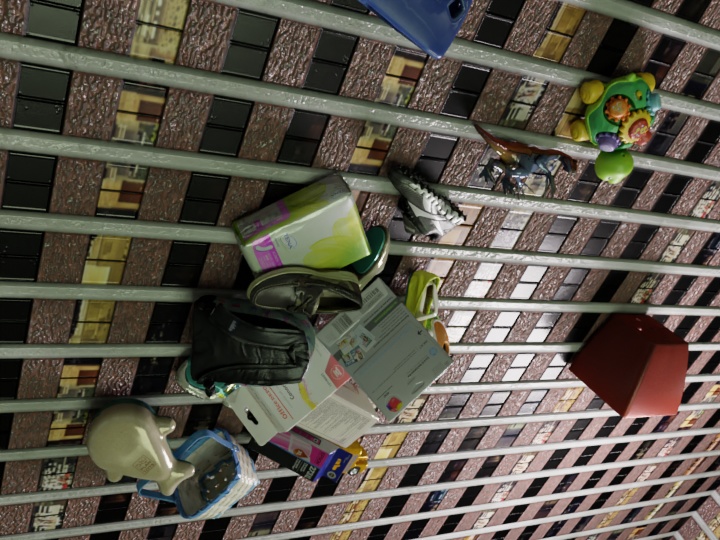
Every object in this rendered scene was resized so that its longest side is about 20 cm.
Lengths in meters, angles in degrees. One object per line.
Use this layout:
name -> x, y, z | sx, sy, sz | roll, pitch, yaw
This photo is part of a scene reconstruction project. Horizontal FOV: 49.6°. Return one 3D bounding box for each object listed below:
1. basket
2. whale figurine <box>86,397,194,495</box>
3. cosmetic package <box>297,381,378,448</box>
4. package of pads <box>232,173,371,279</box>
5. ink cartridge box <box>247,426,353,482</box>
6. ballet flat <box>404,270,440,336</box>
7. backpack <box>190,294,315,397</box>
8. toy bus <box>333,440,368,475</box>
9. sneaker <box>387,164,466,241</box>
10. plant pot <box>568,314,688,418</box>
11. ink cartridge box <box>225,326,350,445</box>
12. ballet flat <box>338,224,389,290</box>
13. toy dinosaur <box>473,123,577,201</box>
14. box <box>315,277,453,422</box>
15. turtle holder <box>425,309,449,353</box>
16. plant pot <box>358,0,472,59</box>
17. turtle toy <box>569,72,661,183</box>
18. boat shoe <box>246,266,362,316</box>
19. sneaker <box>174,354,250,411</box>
basket -> -0.306, 0.389, 1.493 | 0.176, 0.140, 0.200 | -38, 145, 6
whale figurine -> -0.386, 0.308, 1.377 | 0.159, 0.104, 0.200 | -44, 113, 6
cosmetic package -> -0.068, 0.267, 1.554 | 0.103, 0.088, 0.200 | -41, 135, 10
package of pads -> -0.093, -0.054, 1.261 | 0.198, 0.068, 0.155 | -26, 138, -6
ink cartridge box -> -0.122, 0.362, 1.567 | 0.199, 0.037, 0.095 | 27, 123, -2
ballet flat -> 0.105, 0.093, 1.425 | 0.066, 0.202, 0.067 | 2, 158, 31
backpack -> -0.175, 0.116, 1.296 | 0.198, 0.127, 0.169 | 5, 112, 0
toy bus -> -0.069, 0.393, 1.688 | 0.198, 0.065, 0.079 | 11, 122, -35
sneaker -> 0.099, -0.105, 1.323 | 0.091, 0.067, 0.199 | -46, 137, 12
plant pot -> 0.654, 0.213, 1.844 | 0.198, 0.200, 0.178 | 3, 117, -31
ink cartridge box -> -0.128, 0.208, 1.395 | 0.200, 0.117, 0.067 | -39, -178, -23
ballet flat -> 0.000, 0.000, 1.370 | 0.069, 0.070, 0.200 | 18, 124, -39
toy dinosaur -> 0.301, -0.191, 1.348 | 0.181, 0.105, 0.201 | -35, 128, -26
box -> 0.042, 0.138, 1.371 | 0.156, 0.200, 0.041 | -42, 170, -4
turtle holder -> 0.087, 0.158, 1.509 | 0.184, 0.132, 0.142 | -16, 136, -16
plant pot -> 0.043, -0.405, 0.928 | 0.199, 0.200, 0.180 | 26, 108, -41
turtle toy -> 0.452, -0.250, 1.362 | 0.144, 0.101, 0.201 | -13, 134, -18
boat shoe -> -0.083, 0.039, 1.257 | 0.198, 0.065, 0.074 | -4, 136, -28
sneaker -> -0.237, 0.199, 1.412 | 0.199, 0.078, 0.080 | 24, 106, -41
